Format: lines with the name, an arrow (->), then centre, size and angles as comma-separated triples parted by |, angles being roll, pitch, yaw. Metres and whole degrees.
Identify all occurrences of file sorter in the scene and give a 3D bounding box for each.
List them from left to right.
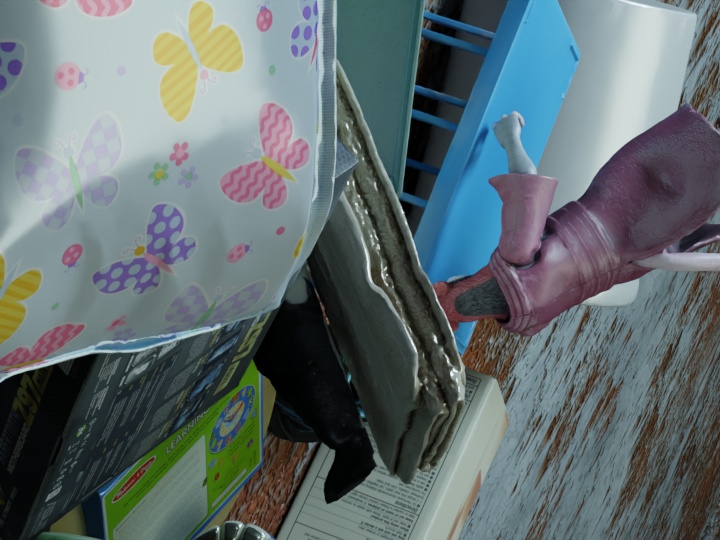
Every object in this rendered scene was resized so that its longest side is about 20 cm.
file sorter -> 0.030, -0.076, 1.234 | 0.202, 0.122, 0.139 | -68, 160, -8

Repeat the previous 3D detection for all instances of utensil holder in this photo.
utensil holder -> 0.130, -0.095, 1.426 | 0.170, 0.169, 0.202 | -15, 121, -67

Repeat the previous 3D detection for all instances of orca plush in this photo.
orca plush -> -0.055, 0.028, 1.090 | 0.105, 0.070, 0.202 | 78, -8, -77

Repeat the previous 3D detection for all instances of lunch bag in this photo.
lunch bag -> -0.104, -0.066, 0.777 | 0.168, 0.127, 0.202 | -13, 109, -36

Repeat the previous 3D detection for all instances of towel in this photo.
towel -> 0.000, 0.000, 1.052 | 0.034, 0.201, 0.133 | -17, 159, -13

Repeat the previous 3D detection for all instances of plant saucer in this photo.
plant saucer -> -0.001, -0.133, 1.104 | 0.019, 0.069, 0.202 | -72, 171, -56

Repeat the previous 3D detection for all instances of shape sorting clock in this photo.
shape sorting clock -> -0.109, 0.104, 1.147 | 0.200, 0.039, 0.201 | -48, 155, -30

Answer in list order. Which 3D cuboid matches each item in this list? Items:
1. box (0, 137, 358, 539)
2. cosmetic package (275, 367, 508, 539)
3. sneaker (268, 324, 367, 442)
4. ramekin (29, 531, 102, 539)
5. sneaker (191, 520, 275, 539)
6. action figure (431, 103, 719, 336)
box -> -0.095, 0.026, 0.947 | 0.157, 0.051, 0.200 | -36, 166, -36
cosmetic package -> 0.018, 0.161, 1.459 | 0.201, 0.103, 0.087 | -62, 158, -20
sneaker -> -0.018, 0.077, 1.308 | 0.200, 0.081, 0.074 | 35, 73, -72
ramekin -> -0.109, 0.206, 1.017 | 0.200, 0.198, 0.098 | 71, 36, -61
sneaker -> -0.107, 0.228, 1.169 | 0.200, 0.078, 0.089 | -48, 168, -1
action figure -> 0.125, -0.005, 1.153 | 0.199, 0.149, 0.135 | -29, 136, -14
